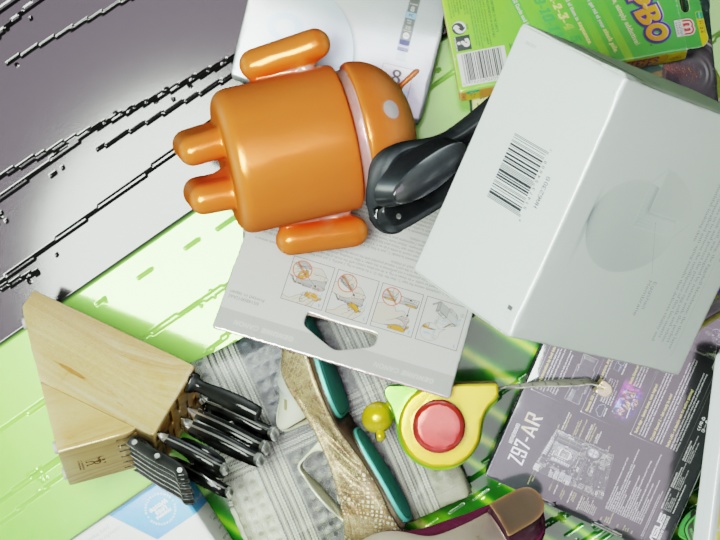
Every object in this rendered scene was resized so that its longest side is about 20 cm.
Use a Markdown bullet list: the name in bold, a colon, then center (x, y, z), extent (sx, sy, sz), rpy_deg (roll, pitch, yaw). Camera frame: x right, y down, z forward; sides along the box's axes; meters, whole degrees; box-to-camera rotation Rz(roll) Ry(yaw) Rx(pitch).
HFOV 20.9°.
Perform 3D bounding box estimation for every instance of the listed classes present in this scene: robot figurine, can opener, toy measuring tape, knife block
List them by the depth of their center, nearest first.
- **can opener**: center (0.083, -0.091, 1.469), extent (0.199, 0.078, 0.064), rpy_deg (-32, 118, -27)
- **robot figurine**: center (-0.043, -0.098, 1.508), extent (0.198, 0.117, 0.145), rpy_deg (-13, 63, -9)
- **toy measuring tape**: center (0.100, 0.122, 1.540), extent (0.198, 0.074, 0.074), rpy_deg (-2, 91, 3)
- **knife block**: center (-0.166, 0.095, 1.561), extent (0.174, 0.064, 0.201), rpy_deg (-15, 60, -8)

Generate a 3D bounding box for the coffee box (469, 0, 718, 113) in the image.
- **coffee box**: center (0.182, -0.170, 1.561), extent (0.198, 0.044, 0.124), rpy_deg (-3, 76, 3)

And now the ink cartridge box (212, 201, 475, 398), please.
- **ink cartridge box**: center (0.000, 0.000, 1.559), extent (0.199, 0.045, 0.177), rpy_deg (17, 70, 3)

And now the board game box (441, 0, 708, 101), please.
- **board game box**: center (0.167, -0.199, 1.533), extent (0.198, 0.030, 0.096), rpy_deg (-11, 75, 4)

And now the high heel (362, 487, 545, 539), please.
- **high heel**: center (0.058, 0.236, 1.548), extent (0.199, 0.096, 0.068), rpy_deg (-20, 68, -7)

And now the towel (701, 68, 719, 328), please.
- **towel**: center (0.263, -0.052, 1.556), extent (0.143, 0.023, 0.201), rpy_deg (-21, 74, -2)

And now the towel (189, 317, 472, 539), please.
- **towel**: center (-0.031, 0.136, 1.605), extent (0.191, 0.035, 0.201), rpy_deg (-24, 88, 0)

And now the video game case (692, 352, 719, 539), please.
- **video game case**: center (0.335, 0.180, 1.518), extent (0.181, 0.023, 0.202), rpy_deg (15, 79, -32)

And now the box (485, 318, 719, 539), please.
- **box**: center (0.212, 0.107, 1.579), extent (0.159, 0.044, 0.201), rpy_deg (23, 92, 2)

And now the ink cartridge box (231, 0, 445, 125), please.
- **ink cartridge box**: center (-0.005, -0.234, 1.582), extent (0.159, 0.047, 0.202), rpy_deg (14, 94, 2)

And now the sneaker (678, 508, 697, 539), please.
- **sneaker**: center (0.311, 0.277, 1.574), extent (0.085, 0.078, 0.202), rpy_deg (-5, 101, 42)

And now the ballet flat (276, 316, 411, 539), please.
- **ballet flat**: center (-0.030, 0.129, 1.556), extent (0.065, 0.070, 0.201), rpy_deg (-27, 85, 11)

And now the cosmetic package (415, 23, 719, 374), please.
- **cosmetic package**: center (0.179, -0.049, 1.435), extent (0.199, 0.123, 0.200), rpy_deg (15, 104, -41)

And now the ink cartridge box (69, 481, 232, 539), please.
- **ink cartridge box**: center (-0.141, 0.276, 1.591), extent (0.116, 0.068, 0.201), rpy_deg (-34, 90, 4)
